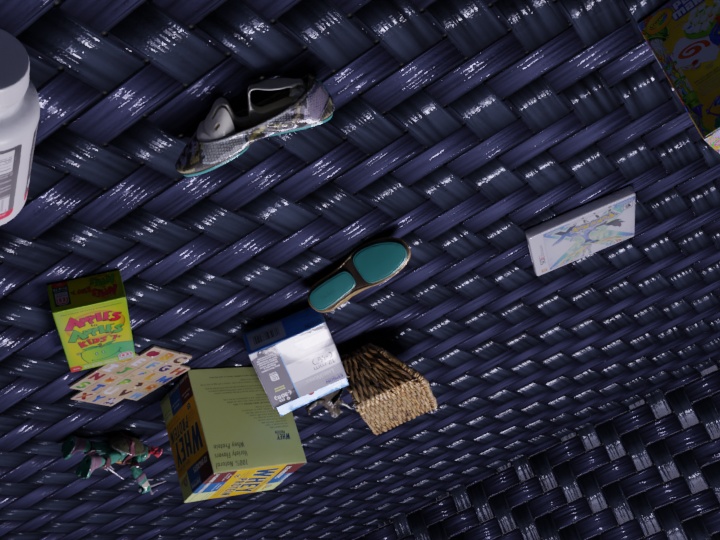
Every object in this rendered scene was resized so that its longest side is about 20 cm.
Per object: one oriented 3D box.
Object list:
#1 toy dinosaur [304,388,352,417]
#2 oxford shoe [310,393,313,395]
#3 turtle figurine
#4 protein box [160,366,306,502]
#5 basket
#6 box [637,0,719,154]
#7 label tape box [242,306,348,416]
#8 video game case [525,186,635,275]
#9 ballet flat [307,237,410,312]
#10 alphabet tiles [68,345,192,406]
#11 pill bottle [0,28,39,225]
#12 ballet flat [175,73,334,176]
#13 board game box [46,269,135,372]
[{"bbox_3d":[-0.071,0.235,1.919,0.102,0.077,0.201,-24,152,-20],"label":"toy dinosaur"},{"bbox_3d":[-0.130,0.165,1.750,0.073,0.071,0.200,-55,144,-5],"label":"oxford shoe"},{"bbox_3d":[-0.472,0.366,1.837,0.149,0.101,0.199,13,175,38],"label":"turtle figurine"},{"bbox_3d":[-0.238,0.299,1.750,0.197,0.201,0.135,1,147,-37],"label":"protein box"},{"bbox_3d":[0.053,0.214,1.864,0.148,0.143,0.200,-24,152,3],"label":"basket"},{"bbox_3d":[0.490,-0.277,1.174,0.199,0.194,0.122,-34,151,28],"label":"box"},{"bbox_3d":[-0.104,0.174,1.657,0.142,0.066,0.201,-23,124,-5],"label":"label tape box"},{"bbox_3d":[0.401,-0.067,1.711,0.199,0.022,0.182,-24,154,6],"label":"video game case"},{"bbox_3d":[0.000,0.000,1.525,0.199,0.069,0.063,-29,-179,23],"label":"ballet flat"},{"bbox_3d":[-0.397,0.185,1.638,0.199,0.006,0.166,-31,152,20],"label":"alphabet tiles"},{"bbox_3d":[-0.371,-0.137,0.914,0.110,0.111,0.200,-5,150,-28],"label":"pill bottle"},{"bbox_3d":[-0.130,-0.176,1.084,0.199,0.072,0.072,-22,154,3],"label":"ballet flat"},{"bbox_3d":[-0.392,0.078,1.388,0.101,0.048,0.200,-12,153,-15],"label":"board game box"}]
